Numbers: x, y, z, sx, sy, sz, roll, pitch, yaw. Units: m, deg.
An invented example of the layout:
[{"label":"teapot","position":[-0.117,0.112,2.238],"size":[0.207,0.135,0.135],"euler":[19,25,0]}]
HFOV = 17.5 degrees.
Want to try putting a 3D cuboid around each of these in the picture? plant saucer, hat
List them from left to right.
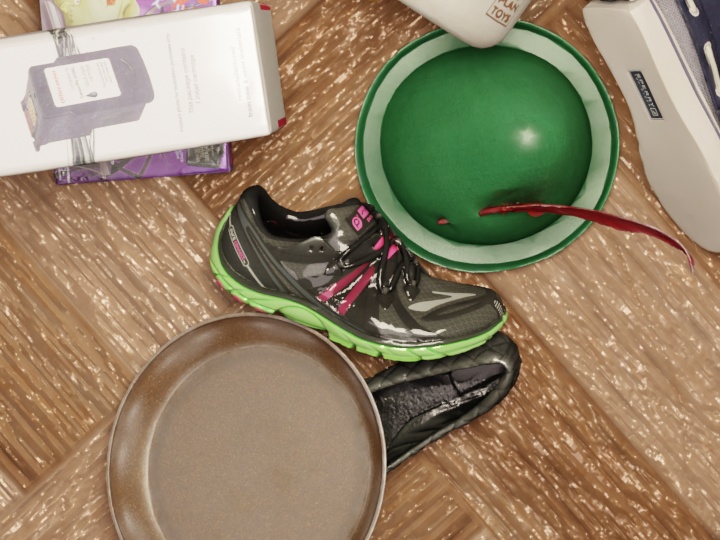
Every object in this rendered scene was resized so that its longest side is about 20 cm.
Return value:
[{"label":"plant saucer","position":[-0.071,0.129,1.529],"size":[0.199,0.032,0.202],"euler":[-4,80,21]},{"label":"hat","position":[0.090,-0.074,1.452],"size":[0.198,0.176,0.167],"euler":[-9,96,4]}]

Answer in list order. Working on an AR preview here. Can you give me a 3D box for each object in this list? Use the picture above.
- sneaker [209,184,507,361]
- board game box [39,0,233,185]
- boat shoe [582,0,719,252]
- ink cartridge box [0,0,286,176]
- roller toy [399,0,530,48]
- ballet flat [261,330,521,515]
[{"label":"sneaker","position":[0.000,0.000,1.507],"size":[0.198,0.077,0.084],"euler":[17,115,4]},{"label":"board game box","position":[-0.150,-0.160,1.535],"size":[0.119,0.032,0.202],"euler":[-5,95,0]},{"label":"boat shoe","position":[0.220,-0.116,1.495],"size":[0.093,0.074,0.201],"euler":[-38,118,-25]},{"label":"ink cartridge box","position":[-0.153,-0.112,1.453],"size":[0.198,0.145,0.085],"euler":[-8,95,3]},{"label":"roller toy","position":[0.038,-0.227,1.435],"size":[0.182,0.200,0.140],"euler":[31,98,-20]},{"label":"ballet flat","position":[0.016,0.099,1.535],"size":[0.199,0.057,0.067],"euler":[-35,93,7]}]
